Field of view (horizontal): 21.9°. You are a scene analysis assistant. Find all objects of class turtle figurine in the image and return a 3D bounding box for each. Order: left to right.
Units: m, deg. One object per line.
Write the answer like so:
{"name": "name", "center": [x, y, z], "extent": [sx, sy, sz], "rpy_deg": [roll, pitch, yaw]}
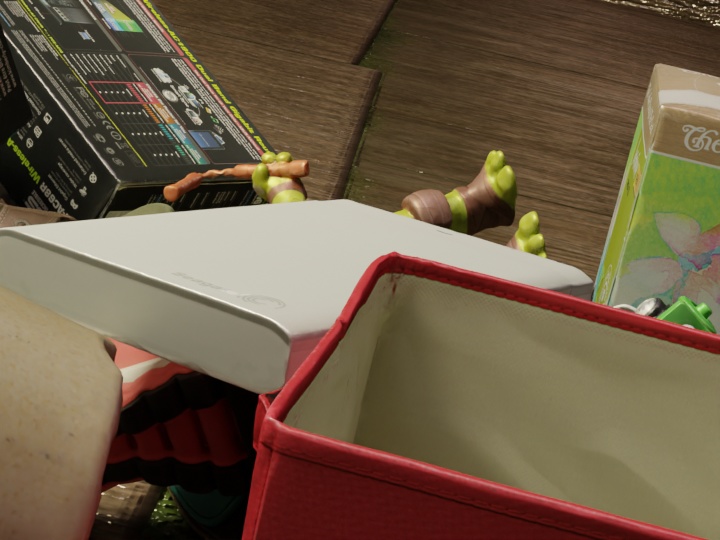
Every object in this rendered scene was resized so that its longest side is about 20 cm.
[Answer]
{"name": "turtle figurine", "center": [0.000, 0.000, 0.848], "extent": [0.161, 0.064, 0.200], "rpy_deg": [-10, 28, -8]}

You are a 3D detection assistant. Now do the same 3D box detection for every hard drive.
{"name": "hard drive", "center": [-0.019, 0.004, 0.686], "extent": [0.132, 0.026, 0.200], "rpy_deg": [18, 14, 32]}

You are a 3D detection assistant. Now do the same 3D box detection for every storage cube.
{"name": "storage cube", "center": [0.056, 0.117, 0.521], "extent": [0.200, 0.180, 0.171], "rpy_deg": [14, 17, 7]}

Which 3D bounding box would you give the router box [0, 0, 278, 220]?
{"name": "router box", "center": [-0.150, -0.097, 1.012], "extent": [0.200, 0.062, 0.150], "rpy_deg": [51, 29, 20]}

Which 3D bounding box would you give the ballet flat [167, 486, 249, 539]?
{"name": "ballet flat", "center": [-0.026, 0.097, 0.758], "extent": [0.065, 0.071, 0.200], "rpy_deg": [35, 5, -34]}

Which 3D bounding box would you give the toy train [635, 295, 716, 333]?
{"name": "toy train", "center": [0.186, 0.090, 0.789], "extent": [0.200, 0.042, 0.056], "rpy_deg": [46, 12, -9]}

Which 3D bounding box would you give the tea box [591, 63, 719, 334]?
{"name": "tea box", "center": [0.220, 0.019, 0.932], "extent": [0.200, 0.197, 0.134], "rpy_deg": [13, 16, 4]}

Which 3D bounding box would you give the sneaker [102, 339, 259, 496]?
{"name": "sneaker", "center": [-0.100, 0.047, 0.739], "extent": [0.200, 0.074, 0.087], "rpy_deg": [-3, 31, 14]}

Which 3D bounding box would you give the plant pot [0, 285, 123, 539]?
{"name": "plant pot", "center": [-0.181, 0.057, 0.575], "extent": [0.183, 0.200, 0.200], "rpy_deg": [21, 14, -15]}

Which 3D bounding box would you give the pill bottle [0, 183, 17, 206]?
{"name": "pill bottle", "center": [-0.262, -0.080, 1.051], "extent": [0.200, 0.111, 0.111], "rpy_deg": [2, 20, -31]}

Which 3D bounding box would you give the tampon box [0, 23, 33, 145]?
{"name": "tampon box", "center": [-0.282, -0.080, 0.854], "extent": [0.150, 0.126, 0.200], "rpy_deg": [18, 48, 32]}

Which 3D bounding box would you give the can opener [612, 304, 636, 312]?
{"name": "can opener", "center": [0.179, 0.087, 0.849], "extent": [0.200, 0.053, 0.067], "rpy_deg": [34, 40, -1]}

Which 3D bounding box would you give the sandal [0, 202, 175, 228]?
{"name": "sandal", "center": [-0.173, 0.003, 0.845], "extent": [0.201, 0.057, 0.080], "rpy_deg": [-17, 23, -22]}
